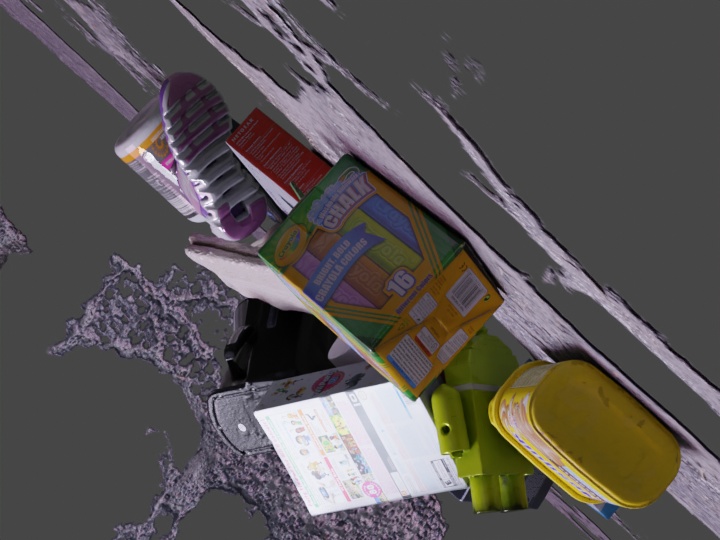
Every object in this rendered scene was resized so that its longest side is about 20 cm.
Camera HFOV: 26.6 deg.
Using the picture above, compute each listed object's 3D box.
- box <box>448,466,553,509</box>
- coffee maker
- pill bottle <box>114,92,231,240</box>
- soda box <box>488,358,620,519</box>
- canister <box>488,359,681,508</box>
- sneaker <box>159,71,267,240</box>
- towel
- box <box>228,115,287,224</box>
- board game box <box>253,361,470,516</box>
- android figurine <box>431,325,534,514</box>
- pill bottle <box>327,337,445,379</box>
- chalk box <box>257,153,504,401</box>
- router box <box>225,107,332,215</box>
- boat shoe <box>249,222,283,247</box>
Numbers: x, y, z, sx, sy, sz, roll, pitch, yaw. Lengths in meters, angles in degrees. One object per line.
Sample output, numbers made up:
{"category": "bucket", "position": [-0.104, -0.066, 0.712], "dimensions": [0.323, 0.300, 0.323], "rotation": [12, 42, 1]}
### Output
{"category": "box", "position": [0.145, 0.217, 2.028], "dimensions": [0.182, 0.104, 0.200], "rotation": [15, -163, -49]}
{"category": "coffee maker", "position": [-0.074, 0.116, 1.837], "dimensions": [0.191, 0.135, 0.200], "rotation": [7, -143, 3]}
{"category": "pill bottle", "position": [-0.224, -0.138, 2.058], "dimensions": [0.200, 0.116, 0.116], "rotation": [42, 175, -18]}
{"category": "soda box", "position": [0.220, 0.179, 1.603], "dimensions": [0.200, 0.068, 0.064], "rotation": [46, 174, -40]}
{"category": "canister", "position": [0.198, 0.145, 1.366], "dimensions": [0.148, 0.087, 0.200], "rotation": [41, 174, 2]}
{"category": "sneaker", "position": [-0.178, -0.127, 1.681], "dimensions": [0.088, 0.080, 0.201], "rotation": [22, 141, 51]}
{"category": "towel", "position": [-0.096, 0.009, 1.728], "dimensions": [0.199, 0.035, 0.132], "rotation": [11, 162, 38]}
{"category": "box", "position": [-0.129, -0.119, 1.822], "dimensions": [0.157, 0.051, 0.200], "rotation": [38, 174, 23]}
{"category": "board game box", "position": [0.007, 0.173, 1.618], "dimensions": [0.148, 0.199, 0.064], "rotation": [63, -149, -21]}
{"category": "android figurine", "position": [0.132, 0.153, 1.595], "dimensions": [0.182, 0.041, 0.201], "rotation": [9, -111, -58]}
{"category": "pill bottle", "position": [0.061, 0.138, 1.683], "dimensions": [0.200, 0.113, 0.113], "rotation": [46, 175, -11]}
{"category": "chalk box", "position": [0.003, -0.006, 1.335], "dimensions": [0.200, 0.124, 0.124], "rotation": [38, 174, 33]}
{"category": "router box", "position": [-0.033, -0.063, 1.568], "dimensions": [0.179, 0.049, 0.200], "rotation": [40, 175, 23]}
{"category": "boat shoe", "position": [-0.075, -0.024, 1.829], "dimensions": [0.200, 0.062, 0.073], "rotation": [-15, 91, 66]}
